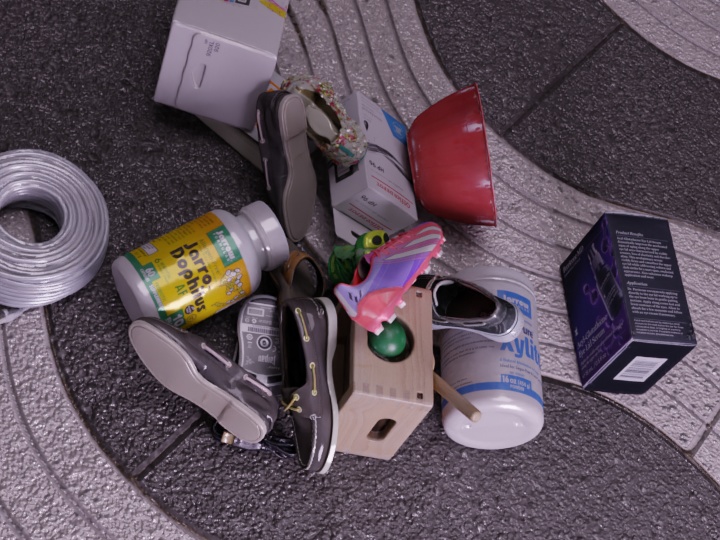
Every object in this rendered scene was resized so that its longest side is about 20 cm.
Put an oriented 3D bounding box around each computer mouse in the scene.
[{"bbox_3d":[-0.121,0.128,1.497,0.108,0.044,0.203,9,62,-11],"label":"computer mouse"}]

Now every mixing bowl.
[{"bbox_3d":[0.122,-0.152,1.695,0.106,0.201,0.203,-8,59,4],"label":"mixing bowl"}]

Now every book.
[{"bbox_3d":[-0.138,-0.220,1.708,0.199,0.048,0.134,38,51,7],"label":"book"}]

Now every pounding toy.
[{"bbox_3d":[0.040,0.124,1.463,0.140,0.201,0.187,11,56,-15],"label":"pounding toy"}]

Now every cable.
[{"bbox_3d":[-0.402,-0.054,1.478,0.198,0.069,0.201,-23,70,-31],"label":"cable"}]

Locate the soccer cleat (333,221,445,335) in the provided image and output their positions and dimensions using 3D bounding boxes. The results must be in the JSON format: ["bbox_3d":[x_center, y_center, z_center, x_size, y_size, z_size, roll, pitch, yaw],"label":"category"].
[{"bbox_3d":[0.037,-0.008,1.429,0.076,0.067,0.201,42,45,-6],"label":"soccer cleat"}]

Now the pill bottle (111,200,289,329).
[{"bbox_3d":[-0.190,-0.004,1.483,0.198,0.113,0.114,-28,72,-20],"label":"pill bottle"}]

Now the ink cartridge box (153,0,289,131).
[{"bbox_3d":[-0.179,-0.320,1.643,0.142,0.148,0.202,16,50,-9],"label":"ink cartridge box"}]

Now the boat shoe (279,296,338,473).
[{"bbox_3d":[-0.066,0.133,1.422,0.060,0.071,0.205,2,84,-34],"label":"boat shoe"}]

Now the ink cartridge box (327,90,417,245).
[{"bbox_3d":[0.015,-0.125,1.662,0.115,0.067,0.203,29,45,-45],"label":"ink cartridge box"}]

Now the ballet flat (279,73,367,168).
[{"bbox_3d":[-0.060,-0.212,1.629,0.064,0.076,0.200,25,16,-50],"label":"ballet flat"}]

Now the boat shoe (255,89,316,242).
[{"bbox_3d":[-0.100,-0.139,1.609,0.056,0.203,0.066,16,30,37],"label":"boat shoe"}]

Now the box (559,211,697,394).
[{"bbox_3d":[0.361,0.045,1.676,0.103,0.149,0.203,5,57,-18],"label":"box"}]

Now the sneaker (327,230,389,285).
[{"bbox_3d":[0.000,0.000,1.543,0.082,0.200,0.075,-3,78,-1],"label":"sneaker"}]

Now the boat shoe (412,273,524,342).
[{"bbox_3d":[0.110,0.033,1.515,0.071,0.198,0.073,41,67,-45],"label":"boat shoe"}]

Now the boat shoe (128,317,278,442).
[{"bbox_3d":[-0.179,0.117,1.412,0.199,0.067,0.057,41,42,-7],"label":"boat shoe"}]

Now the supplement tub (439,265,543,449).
[{"bbox_3d":[0.165,0.112,1.565,0.130,0.132,0.203,11,57,-15],"label":"supplement tub"}]

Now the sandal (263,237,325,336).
[{"bbox_3d":[-0.077,0.012,1.538,0.081,0.055,0.201,34,20,-26],"label":"sandal"}]
